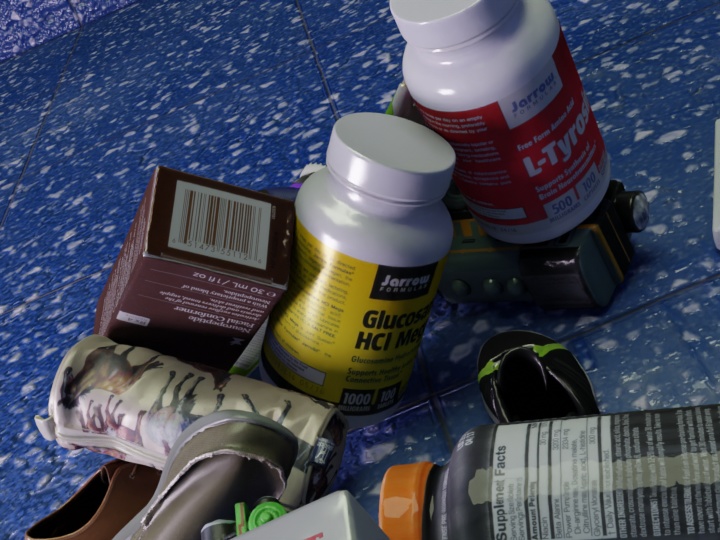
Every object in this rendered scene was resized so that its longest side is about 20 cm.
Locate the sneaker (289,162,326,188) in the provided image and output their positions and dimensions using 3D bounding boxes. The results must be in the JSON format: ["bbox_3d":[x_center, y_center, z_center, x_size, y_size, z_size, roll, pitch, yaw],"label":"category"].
[{"bbox_3d":[-0.020,-0.044,1.074,0.099,0.070,0.199,-44,28,-23],"label":"sneaker"}]

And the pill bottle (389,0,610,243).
[{"bbox_3d":[0.097,-0.123,0.789,0.111,0.201,0.113,-17,43,17],"label":"pill bottle"}]

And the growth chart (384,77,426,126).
[{"bbox_3d":[0.042,-0.078,0.905,0.018,0.200,0.146,31,97,21],"label":"growth chart"}]

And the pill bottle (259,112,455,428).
[{"bbox_3d":[0.000,0.000,0.789,0.111,0.202,0.113,11,30,-7],"label":"pill bottle"}]

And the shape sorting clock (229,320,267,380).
[{"bbox_3d":[-0.112,0.071,0.959,0.197,0.040,0.201,-17,32,11],"label":"shape sorting clock"}]

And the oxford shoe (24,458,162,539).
[{"bbox_3d":[-0.142,0.153,0.800,0.199,0.072,0.071,-34,26,-22],"label":"oxford shoe"}]

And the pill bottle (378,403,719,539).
[{"bbox_3d":[0.110,0.126,0.565,0.197,0.107,0.107,-7,30,16],"label":"pill bottle"}]

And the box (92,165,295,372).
[{"bbox_3d":[-0.126,0.018,0.804,0.200,0.099,0.076,129,149,-55],"label":"box"}]

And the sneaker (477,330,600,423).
[{"bbox_3d":[0.114,0.074,0.712,0.071,0.084,0.200,-23,26,1],"label":"sneaker"}]

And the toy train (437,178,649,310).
[{"bbox_3d":[0.126,-0.024,0.893,0.198,0.086,0.115,-2,43,39],"label":"toy train"}]

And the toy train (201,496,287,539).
[{"bbox_3d":[-0.052,0.209,0.571,0.056,0.042,0.202,-13,52,4],"label":"toy train"}]

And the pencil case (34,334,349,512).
[{"bbox_3d":[-0.110,0.106,0.757,0.197,0.079,0.090,15,35,8],"label":"pencil case"}]

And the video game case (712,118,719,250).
[{"bbox_3d":[0.371,-0.089,0.864,0.197,0.024,0.183,-11,29,25],"label":"video game case"}]

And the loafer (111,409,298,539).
[{"bbox_3d":[-0.099,0.162,0.683,0.201,0.074,0.070,-54,23,32],"label":"loafer"}]

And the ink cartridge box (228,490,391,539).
[{"bbox_3d":[-0.037,0.212,0.463,0.144,0.084,0.201,-26,43,12],"label":"ink cartridge box"}]

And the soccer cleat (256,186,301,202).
[{"bbox_3d":[-0.077,-0.005,0.904,0.083,0.066,0.200,0,-22,-23],"label":"soccer cleat"}]
